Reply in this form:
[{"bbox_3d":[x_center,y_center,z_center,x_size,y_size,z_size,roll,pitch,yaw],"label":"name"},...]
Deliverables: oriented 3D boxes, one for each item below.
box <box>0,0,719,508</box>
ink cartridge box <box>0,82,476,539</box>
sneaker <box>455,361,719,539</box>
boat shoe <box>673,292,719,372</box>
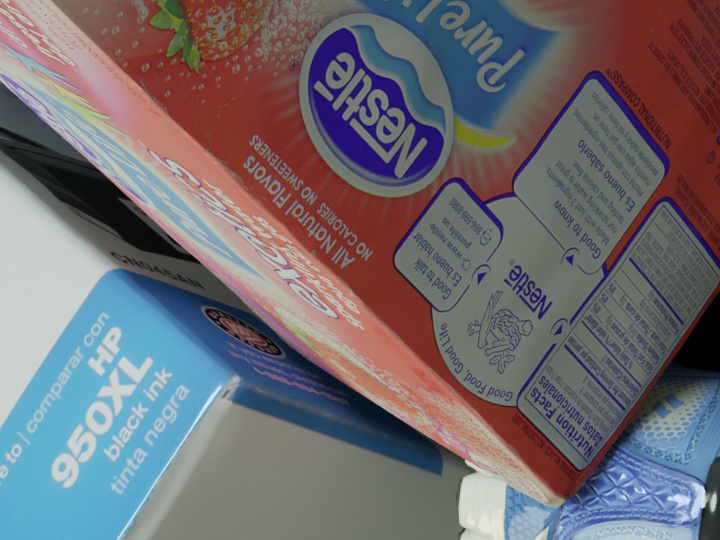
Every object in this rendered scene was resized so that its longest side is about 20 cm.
[{"bbox_3d":[-0.008,-0.054,0.511,0.095,0.103,0.200,28,169,42],"label":"box"},{"bbox_3d":[-0.064,0.024,0.672,0.200,0.084,0.145,39,-170,39],"label":"ink cartridge box"},{"bbox_3d":[0.115,0.062,0.617,0.200,0.079,0.089,8,-179,-44],"label":"sneaker"},{"bbox_3d":[0.085,0.028,0.696,0.062,0.073,0.200,32,166,49],"label":"boat shoe"}]
